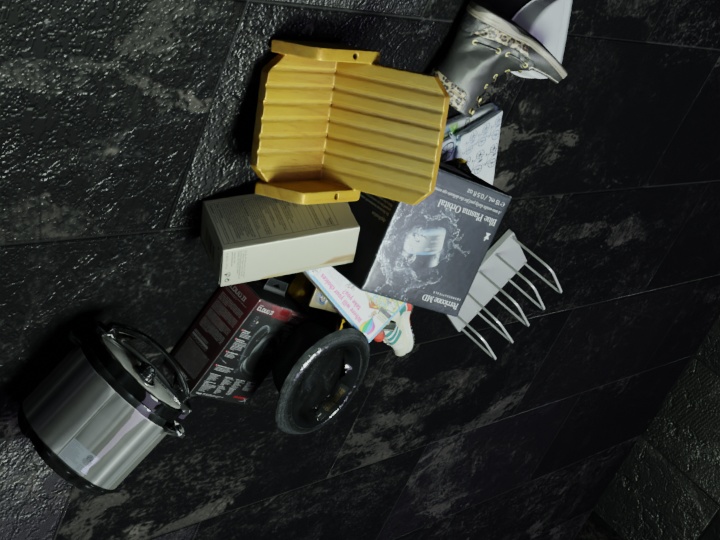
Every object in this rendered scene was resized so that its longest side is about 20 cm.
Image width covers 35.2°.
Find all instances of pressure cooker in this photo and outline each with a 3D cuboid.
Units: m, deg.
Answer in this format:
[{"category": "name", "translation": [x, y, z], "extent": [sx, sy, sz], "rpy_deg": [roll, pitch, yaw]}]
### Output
[{"category": "pressure cooker", "translation": [-0.332, 0.177, 1.519], "extent": [0.200, 0.179, 0.176], "rpy_deg": [-47, 147, 0]}]

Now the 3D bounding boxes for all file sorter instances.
[{"category": "file sorter", "translation": [0.275, 0.054, 2.201], "extent": [0.200, 0.124, 0.139], "rpy_deg": [-45, 149, -3]}]

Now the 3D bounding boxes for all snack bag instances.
[{"category": "snack bag", "translation": [0.152, -0.155, 1.871], "extent": [0.199, 0.021, 0.190], "rpy_deg": [-30, 146, -27]}]

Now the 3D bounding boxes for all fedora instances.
[{"category": "fedora", "translation": [-0.078, 0.153, 1.747], "extent": [0.199, 0.091, 0.202], "rpy_deg": [-31, 143, -26]}]

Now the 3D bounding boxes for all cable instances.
[{"category": "cable", "translation": [0.014, 0.104, 1.880], "extent": [0.096, 0.051, 0.200], "rpy_deg": [-2, 179, -1]}]

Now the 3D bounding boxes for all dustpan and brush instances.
[{"category": "dustpan and brush", "translation": [0.246, -0.356, 1.776], "extent": [0.199, 0.057, 0.141], "rpy_deg": [-27, 133, -42]}]

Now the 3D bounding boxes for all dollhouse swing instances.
[{"category": "dollhouse swing", "translation": [-0.013, -0.179, 1.463], "extent": [0.181, 0.175, 0.203], "rpy_deg": [-8, 113, -48]}]

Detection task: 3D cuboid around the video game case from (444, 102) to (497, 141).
[{"category": "video game case", "translation": [0.135, -0.186, 1.854], "extent": [0.199, 0.018, 0.144], "rpy_deg": [-25, 143, -34]}]

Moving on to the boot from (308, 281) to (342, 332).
[{"category": "boot", "translation": [-0.042, 0.031, 1.802], "extent": [0.076, 0.073, 0.202], "rpy_deg": [-54, 164, -65]}]

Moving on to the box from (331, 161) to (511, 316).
[{"category": "box", "translation": [0.083, -0.061, 1.645], "extent": [0.195, 0.117, 0.202], "rpy_deg": [16, 104, -38]}]

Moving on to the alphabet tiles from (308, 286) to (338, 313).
[{"category": "alphabet tiles", "translation": [0.020, -0.022, 1.749], "extent": [0.166, 0.008, 0.202], "rpy_deg": [15, 102, -39]}]

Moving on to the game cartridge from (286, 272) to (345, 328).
[{"category": "game cartridge", "translation": [-0.080, 0.076, 1.868], "extent": [0.176, 0.032, 0.201], "rpy_deg": [9, 119, -55]}]

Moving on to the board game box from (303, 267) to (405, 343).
[{"category": "board game box", "translation": [0.000, 0.000, 1.715], "extent": [0.134, 0.034, 0.200], "rpy_deg": [-45, 129, -8]}]

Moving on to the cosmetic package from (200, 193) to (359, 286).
[{"category": "cosmetic package", "translation": [-0.112, -0.052, 1.557], "extent": [0.198, 0.106, 0.072], "rpy_deg": [-9, 138, -20]}]

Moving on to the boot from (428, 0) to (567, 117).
[{"category": "boot", "translation": [0.202, -0.299, 1.709], "extent": [0.199, 0.073, 0.151], "rpy_deg": [26, 109, -32]}]

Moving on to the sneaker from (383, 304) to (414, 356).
[{"category": "sneaker", "translation": [0.043, 0.091, 2.023], "extent": [0.092, 0.071, 0.201], "rpy_deg": [-18, 146, -10]}]

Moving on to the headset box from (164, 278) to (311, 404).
[{"category": "headset box", "translation": [-0.178, 0.098, 1.723], "extent": [0.201, 0.077, 0.148], "rpy_deg": [-54, 150, 9]}]

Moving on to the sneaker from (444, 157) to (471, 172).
[{"category": "sneaker", "translation": [0.131, -0.147, 1.788], "extent": [0.200, 0.069, 0.091], "rpy_deg": [40, 70, -55]}]
